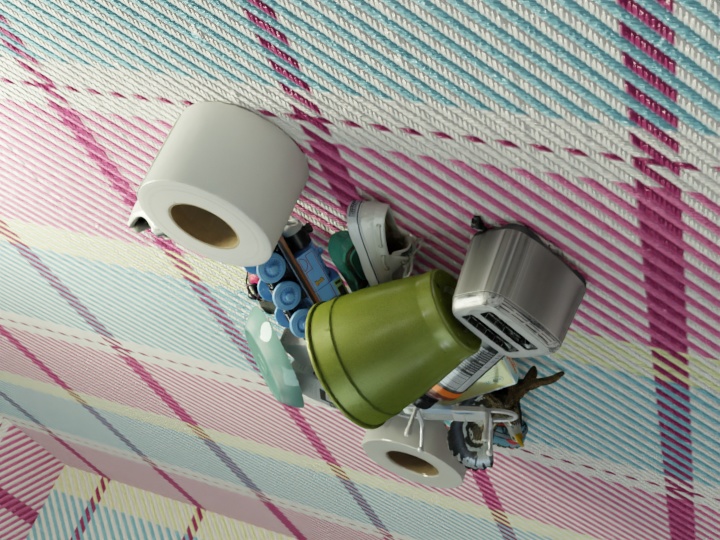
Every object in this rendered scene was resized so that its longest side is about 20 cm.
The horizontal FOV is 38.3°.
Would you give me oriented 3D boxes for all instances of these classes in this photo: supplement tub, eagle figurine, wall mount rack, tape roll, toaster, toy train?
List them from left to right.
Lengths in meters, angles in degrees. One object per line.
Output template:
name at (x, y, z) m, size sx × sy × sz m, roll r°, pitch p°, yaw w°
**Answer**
tape roll at (-0.188, -0.116, 1.437) m, size 0.203 × 0.139 × 0.203 m, roll 18°, pitch 154°, yaw 9°
toy train at (-0.095, 0.011, 1.564) m, size 0.087 × 0.114 × 0.200 m, roll 25°, pitch 148°, yaw 58°
tape roll at (0.121, 0.307, 1.972) m, size 0.203 × 0.139 × 0.203 m, roll 20°, pitch 154°, yaw 10°
wall mount rack at (0.143, 0.244, 1.612) m, size 0.200 × 0.075 × 0.174 m, roll 1°, pitch 159°, yaw 11°
supplement tub at (0.144, 0.125, 1.565) m, size 0.107 × 0.107 × 0.200 m, roll 33°, pitch 121°, yaw -19°
eagle figurine at (0.235, 0.238, 1.747) m, size 0.152 × 0.151 × 0.200 m, roll 15°, pitch 148°, yaw -7°
toaster at (0.207, 0.029, 1.396) m, size 0.200 × 0.129 × 0.114 m, roll 38°, pitch 150°, yaw -28°

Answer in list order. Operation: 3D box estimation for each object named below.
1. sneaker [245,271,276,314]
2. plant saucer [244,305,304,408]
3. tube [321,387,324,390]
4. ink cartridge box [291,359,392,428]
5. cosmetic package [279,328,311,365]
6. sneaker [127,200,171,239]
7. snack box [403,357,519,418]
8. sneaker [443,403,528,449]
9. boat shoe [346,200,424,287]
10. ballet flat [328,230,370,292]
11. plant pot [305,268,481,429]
sneaker at (-0.163, 0.026, 1.761) m, size 0.081 × 0.075 × 0.200 m, roll 19°, pitch 155°, yaw 10°
plant saucer at (-0.159, 0.160, 1.835) m, size 0.200 × 0.036 × 0.200 m, roll 58°, pitch 164°, yaw 28°
tube at (0.021, 0.122, 1.642) m, size 0.050 × 0.200 × 0.077 m, roll 43°, pitch -177°, yaw 42°
ink cartridge box at (-0.017, 0.193, 1.884) m, size 0.200 × 0.116 × 0.067 m, roll 20°, pitch 138°, yaw 17°
cosmetic package at (-0.039, 0.102, 1.774) m, size 0.200 × 0.101 × 0.071 m, roll -7°, pitch 141°, yaw 46°
sneaker at (-0.280, -0.084, 1.633) m, size 0.200 × 0.087 × 0.075 m, roll 3°, pitch 146°, yaw 33°
snack box at (0.139, 0.154, 1.661) m, size 0.200 × 0.037 × 0.116 m, roll -21°, pitch 106°, yaw 24°
sneaker at (0.244, 0.263, 1.869) m, size 0.200 × 0.096 × 0.079 m, roll 14°, pitch -166°, yaw -44°
boat shoe at (0.050, -0.030, 1.496) m, size 0.086 × 0.075 × 0.202 m, roll 1°, pitch 141°, yaw 21°
ballet flat at (0.000, 0.000, 1.605) m, size 0.070 × 0.067 × 0.200 m, roll 36°, pitch 164°, yaw 34°
plant pot at (0.060, 0.095, 1.463) m, size 0.193 × 0.200 × 0.200 m, roll -28°, pitch 130°, yaw 24°
